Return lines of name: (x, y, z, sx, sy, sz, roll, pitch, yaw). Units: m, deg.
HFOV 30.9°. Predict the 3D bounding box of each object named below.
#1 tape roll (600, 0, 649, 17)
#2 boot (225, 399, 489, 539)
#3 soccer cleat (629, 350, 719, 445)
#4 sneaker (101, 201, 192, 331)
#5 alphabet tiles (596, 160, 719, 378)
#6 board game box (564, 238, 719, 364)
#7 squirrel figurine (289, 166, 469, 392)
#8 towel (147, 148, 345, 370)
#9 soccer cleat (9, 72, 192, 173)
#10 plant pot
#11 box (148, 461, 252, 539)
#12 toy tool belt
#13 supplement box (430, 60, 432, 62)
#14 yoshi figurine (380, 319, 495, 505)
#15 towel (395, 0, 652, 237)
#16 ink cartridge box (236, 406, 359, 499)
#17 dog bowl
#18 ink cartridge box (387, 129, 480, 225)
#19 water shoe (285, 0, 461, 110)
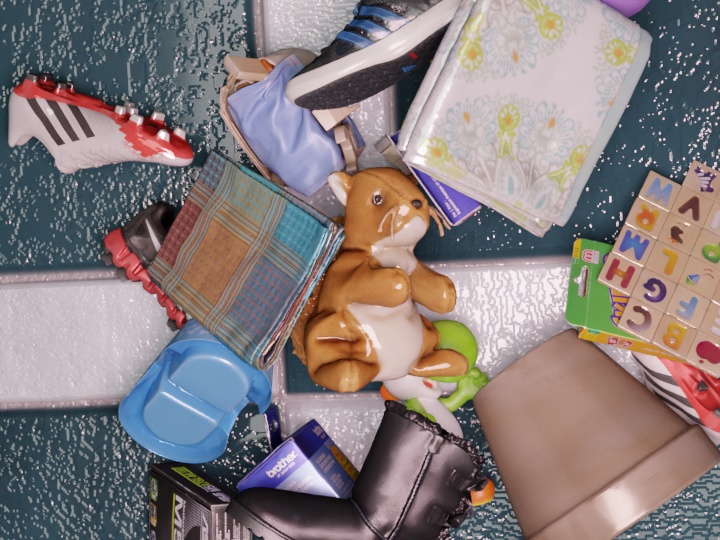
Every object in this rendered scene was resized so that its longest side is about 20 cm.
tape roll: (0.192, -0.318, 1.153, 0.200, 0.066, 0.200, 10, 58, -16)
boot: (0.003, 0.191, 1.140, 0.198, 0.073, 0.163, 30, 85, -7)
soccer cleat: (0.284, 0.080, 1.223, 0.069, 0.085, 0.200, -29, 67, -23)
sneaker: (-0.159, 0.011, 1.281, 0.200, 0.071, 0.098, 44, 101, 5)
alphabet tiles: (0.315, -0.005, 1.187, 0.166, 0.006, 0.200, 28, 64, 6)
board game box: (0.284, 0.035, 1.183, 0.200, 0.030, 0.096, 15, 58, -3)
squirrel figurine: (0.000, 0.000, 1.176, 0.141, 0.200, 0.187, -4, 96, -29)
towel: (-0.111, -0.014, 1.171, 0.200, 0.022, 0.147, 34, 97, 43)
soccer cleat: (-0.259, -0.129, 1.287, 0.200, 0.069, 0.085, 21, 105, 10)
plant pot: (0.197, 0.155, 1.183, 0.200, 0.200, 0.174, -37, 77, 9)
box: (-0.156, 0.298, 1.243, 0.047, 0.193, 0.200, -1, 95, -24)
toy tool belt: (-0.049, -0.124, 1.229, 0.125, 0.123, 0.200, -41, 87, 13)
supplement box: (0.118, -0.214, 1.207, 0.109, 0.110, 0.200, -37, 87, 9)
yoshi figurine: (0.079, 0.132, 1.242, 0.112, 0.112, 0.200, -14, 89, -7)
towel: (0.138, -0.146, 1.088, 0.171, 0.048, 0.200, 24, 92, -28)
ink cartridge box: (-0.038, 0.223, 1.242, 0.076, 0.136, 0.200, -42, 87, 6)
dog bowl: (-0.153, 0.111, 1.250, 0.111, 0.050, 0.200, 31, 134, -13)
ink cartridge box: (0.069, -0.086, 1.176, 0.037, 0.200, 0.095, -36, 89, 8)
water shoe: (0.018, -0.211, 1.145, 0.200, 0.071, 0.079, -26, 73, 10)
